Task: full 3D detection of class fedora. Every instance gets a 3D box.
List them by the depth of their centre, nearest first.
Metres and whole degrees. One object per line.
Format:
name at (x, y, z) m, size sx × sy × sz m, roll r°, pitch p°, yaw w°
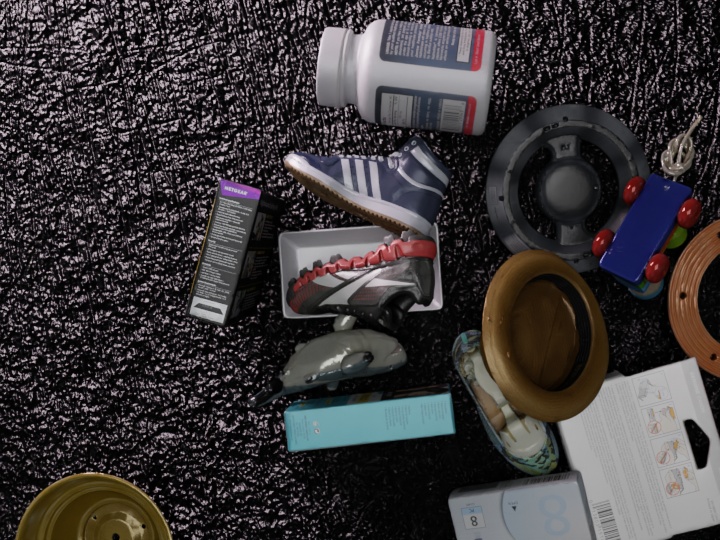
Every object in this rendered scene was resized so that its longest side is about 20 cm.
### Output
fedora at (0.198, 0.078, 1.025) m, size 0.199 × 0.082 × 0.203 m, roll 10°, pitch 71°, yaw -29°

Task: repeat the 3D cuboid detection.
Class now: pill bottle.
pill bottle at (0.053, -0.228, 1.034) m, size 0.198 × 0.120 × 0.121 m, roll 8°, pitch 92°, yaw 4°

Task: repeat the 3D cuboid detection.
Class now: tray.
tray at (0.000, 0.000, 1.091) m, size 0.198 × 0.022 × 0.109 m, roll -4°, pitch 92°, yaw 4°

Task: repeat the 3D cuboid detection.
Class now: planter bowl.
planter bowl at (-0.314, 0.341, 1.092) m, size 0.198 × 0.083 × 0.203 m, roll 0°, pitch 91°, yaw 4°

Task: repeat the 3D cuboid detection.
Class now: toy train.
toy train at (0.355, -0.065, 1.021) m, size 0.084 × 0.116 × 0.201 m, roll 29°, pitch 86°, yaw 33°

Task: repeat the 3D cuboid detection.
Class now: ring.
ring at (0.460, 0.031, 1.048) m, size 0.198 × 0.019 × 0.203 m, roll 0°, pitch 94°, yaw -2°

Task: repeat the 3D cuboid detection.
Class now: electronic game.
electronic game at (0.248, -0.096, 1.059) m, size 0.198 × 0.042 × 0.202 m, roll 0°, pitch 98°, yaw 0°

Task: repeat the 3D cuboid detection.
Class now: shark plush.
shark plush at (-0.043, 0.131, 1.072) m, size 0.199 × 0.083 × 0.091 m, roll -34°, pitch 47°, yaw 1°

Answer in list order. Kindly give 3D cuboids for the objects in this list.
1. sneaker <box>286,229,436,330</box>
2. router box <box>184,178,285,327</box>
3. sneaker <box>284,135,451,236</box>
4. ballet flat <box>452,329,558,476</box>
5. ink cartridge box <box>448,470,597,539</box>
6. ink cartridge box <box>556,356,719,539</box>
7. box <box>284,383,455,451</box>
sneaker at (0.001, 0.028, 1.020) m, size 0.199 × 0.071 × 0.099 m, roll -18°, pitch 72°, yaw 24°
router box at (-0.138, -0.020, 1.013) m, size 0.051 × 0.200 × 0.151 m, roll 16°, pitch 91°, yaw 2°
sneaker at (0.014, -0.122, 1.066) m, size 0.199 × 0.070 × 0.109 m, roll 27°, pitch 82°, yaw 13°
ballet flat at (0.171, 0.165, 1.058) m, size 0.074 × 0.074 × 0.201 m, roll -35°, pitch 89°, yaw 4°
ink cartridge box at (0.204, 0.350, 1.051) m, size 0.159 × 0.047 × 0.202 m, roll -14°, pitch 89°, yaw 20°
ink cartridge box at (0.337, 0.219, 1.057) m, size 0.174 × 0.045 × 0.202 m, roll -17°, pitch 90°, yaw 6°
box at (0.013, 0.176, 1.064) m, size 0.198 × 0.082 × 0.050 m, roll -7°, pitch 90°, yaw 4°
